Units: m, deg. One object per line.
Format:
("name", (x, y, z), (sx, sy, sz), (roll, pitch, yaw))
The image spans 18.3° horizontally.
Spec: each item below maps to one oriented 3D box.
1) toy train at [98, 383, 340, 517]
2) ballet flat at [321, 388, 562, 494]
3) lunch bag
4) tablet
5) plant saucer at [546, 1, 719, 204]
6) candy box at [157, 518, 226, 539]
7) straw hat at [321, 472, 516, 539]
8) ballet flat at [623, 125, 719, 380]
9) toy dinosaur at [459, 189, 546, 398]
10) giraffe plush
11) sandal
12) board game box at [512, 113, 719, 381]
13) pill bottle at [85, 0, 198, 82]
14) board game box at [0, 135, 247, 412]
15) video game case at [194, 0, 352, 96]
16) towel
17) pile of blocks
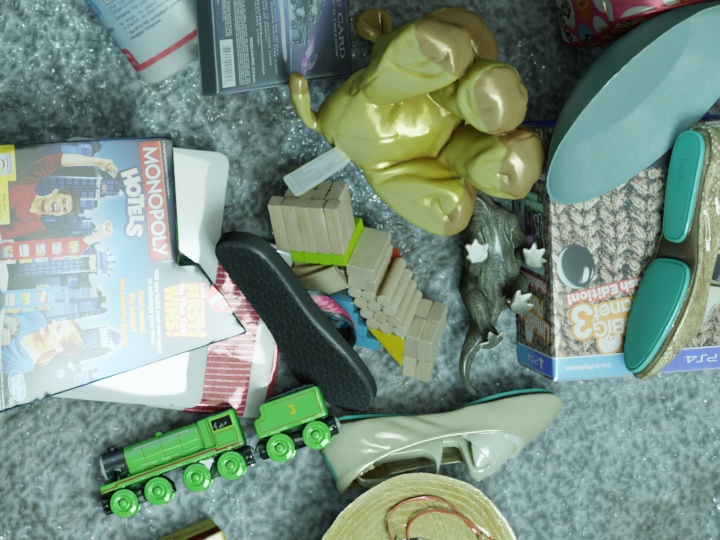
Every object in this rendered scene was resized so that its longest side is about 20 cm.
("toy train", (-0.114, 0.140, 1.746), (0.199, 0.042, 0.057), (-19, 86, 0))
("ballet flat", (0.069, 0.143, 1.782), (0.199, 0.069, 0.070), (-8, 98, -6))
("lunch bag", (0.246, -0.231, 1.711), (0.175, 0.200, 0.082), (-15, 93, -10))
("tablet", (-0.174, 0.003, 1.720), (0.129, 0.014, 0.201), (6, 97, -14))
("plant saucer", (0.203, -0.132, 1.641), (0.201, 0.201, 0.039), (-38, 68, -6))
("candy box", (-0.131, 0.312, 1.766), (0.116, 0.056, 0.201), (-23, 102, -10))
("straw hat", (0.034, 0.257, 1.781), (0.200, 0.085, 0.202), (-1, 92, -16))
("ballet flat", (0.257, -0.009, 1.712), (0.065, 0.070, 0.201), (12, 97, -28))
("toy dinosaur", (0.104, 0.000, 1.766), (0.077, 0.102, 0.201), (-9, 113, -1))
("giraffe plush", (0.050, -0.133, 1.696), (0.199, 0.162, 0.173), (-11, 118, 27))
("sandal", (-0.040, 0.034, 1.731), (0.200, 0.075, 0.045), (56, 49, -31))
("board game box", (0.211, -0.021, 1.782), (0.159, 0.097, 0.201), (-4, 97, -12))
("pill bottle", (-0.174, -0.249, 1.664), (0.109, 0.109, 0.200), (-37, 102, -6))
("board game box", (-0.189, -0.001, 1.677), (0.199, 0.062, 0.201), (-3, 98, -14))
("video game case", (-0.064, -0.209, 1.666), (0.019, 0.200, 0.144), (0, 99, 28))
("towel", (-0.155, 0.036, 1.746), (0.199, 0.023, 0.145), (9, 95, -14))
("pile of blocks", (0.000, 0.000, 1.763), (0.200, 0.082, 0.062), (54, 39, -26))
